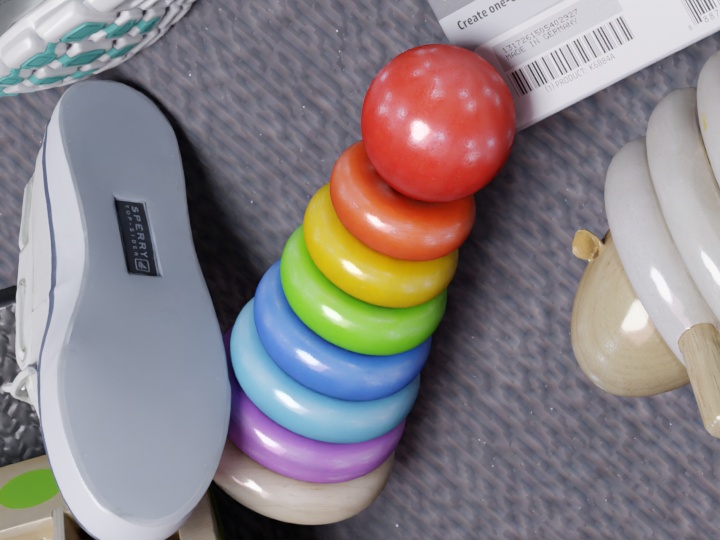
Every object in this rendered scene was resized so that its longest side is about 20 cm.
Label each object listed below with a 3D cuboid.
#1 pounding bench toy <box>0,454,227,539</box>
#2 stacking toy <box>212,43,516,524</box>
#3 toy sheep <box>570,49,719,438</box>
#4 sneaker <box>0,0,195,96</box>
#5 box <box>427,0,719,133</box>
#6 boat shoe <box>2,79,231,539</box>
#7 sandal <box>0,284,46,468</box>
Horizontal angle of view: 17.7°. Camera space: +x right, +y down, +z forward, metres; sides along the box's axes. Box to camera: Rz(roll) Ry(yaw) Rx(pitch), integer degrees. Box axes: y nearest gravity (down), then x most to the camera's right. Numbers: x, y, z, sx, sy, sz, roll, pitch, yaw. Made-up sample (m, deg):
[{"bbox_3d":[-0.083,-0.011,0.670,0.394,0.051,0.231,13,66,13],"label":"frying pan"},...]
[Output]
[{"bbox_3d":[-0.115,0.181,0.925,0.155,0.124,0.201,-15,116,-3],"label":"pounding bench toy"},{"bbox_3d":[0.000,0.000,0.841,0.085,0.085,0.201,33,131,11],"label":"stacking toy"},{"bbox_3d":[0.154,-0.018,0.746,0.199,0.138,0.139,-29,96,20],"label":"toy sheep"},{"bbox_3d":[-0.095,-0.139,0.869,0.200,0.077,0.092,-35,76,31],"label":"sneaker"},{"bbox_3d":[0.066,-0.167,0.780,0.155,0.041,0.201,-26,98,34],"label":"box"},{"bbox_3d":[-0.105,0.029,0.884,0.086,0.074,0.203,-52,40,43],"label":"boat shoe"},{"bbox_3d":[-0.125,0.097,0.984,0.075,0.048,0.202,-7,111,-5],"label":"sandal"}]
